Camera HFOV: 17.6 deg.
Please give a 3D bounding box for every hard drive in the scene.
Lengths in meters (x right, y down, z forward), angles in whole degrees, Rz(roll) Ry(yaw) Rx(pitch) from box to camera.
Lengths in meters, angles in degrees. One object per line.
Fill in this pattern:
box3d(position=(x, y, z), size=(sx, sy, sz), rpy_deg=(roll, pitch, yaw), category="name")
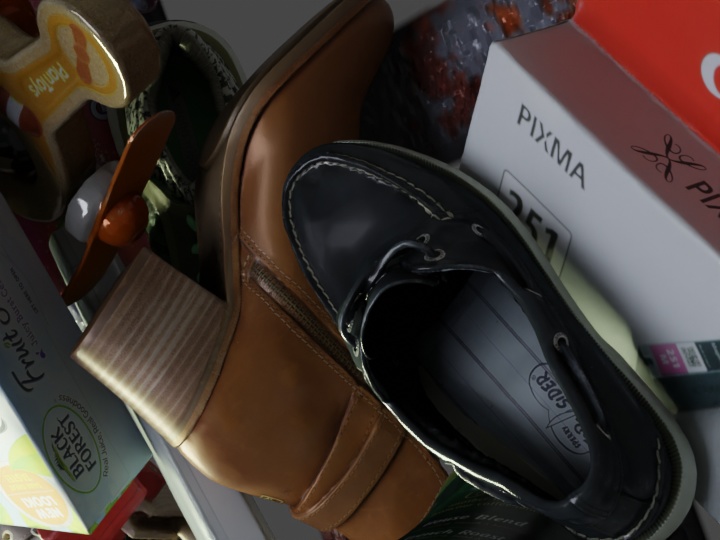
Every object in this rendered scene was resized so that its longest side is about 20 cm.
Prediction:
box3d(position=(-0.067, 0.086, 0.972), size=(0.201, 0.026, 0.132), rpy_deg=(60, 172, 23), category="hard drive")

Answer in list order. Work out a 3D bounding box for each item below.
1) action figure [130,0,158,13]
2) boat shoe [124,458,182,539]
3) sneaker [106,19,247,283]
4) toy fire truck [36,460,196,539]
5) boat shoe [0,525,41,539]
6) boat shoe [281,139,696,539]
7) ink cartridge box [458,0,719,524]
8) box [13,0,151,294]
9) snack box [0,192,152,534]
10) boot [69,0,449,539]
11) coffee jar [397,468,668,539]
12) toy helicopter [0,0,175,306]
box3d(position=(-0.126, -0.191, 0.946), size=(0.201, 0.148, 0.134), rpy_deg=(-107, 29, -46), category="action figure")
box3d(position=(-0.116, 0.187, 1.197), size=(0.065, 0.073, 0.201), rpy_deg=(23, 126, 55), category="boat shoe")
box3d(position=(-0.061, -0.017, 0.981), size=(0.089, 0.076, 0.201), rpy_deg=(126, 122, -83), category="sneaker")
box3d(position=(-0.107, 0.109, 1.096), size=(0.049, 0.141, 0.200), rpy_deg=(-50, 42, 5), category="toy fire truck")
box3d(position=(-0.197, 0.135, 1.305), size=(0.200, 0.059, 0.072), rpy_deg=(52, 143, 28), category="boat shoe")
box3d(position=(0.029, 0.021, 0.799), size=(0.075, 0.066, 0.200), rpy_deg=(-49, 61, 20), category="boat shoe")
box3d(position=(0.116, -0.022, 0.769), size=(0.200, 0.043, 0.174), rpy_deg=(47, 142, 33), category="ink cartridge box")
box3d(position=(-0.154, -0.085, 1.070), size=(0.100, 0.095, 0.201), rpy_deg=(160, 90, -81), category="box")
box3d(position=(-0.186, 0.011, 0.919), size=(0.142, 0.053, 0.201), rpy_deg=(2, 131, 39), category="snack box")
box3d(position=(0.000, 0.000, 0.906), size=(0.155, 0.201, 0.077), rpy_deg=(34, 159, -9), category="boot")
box3d(position=(0.045, 0.130, 0.817), size=(0.085, 0.200, 0.105), rpy_deg=(-6, 103, 28), category="coffee jar")
box3d(position=(-0.116, -0.059, 0.869), size=(0.133, 0.079, 0.200), rpy_deg=(53, 156, -8), category="toy helicopter")
